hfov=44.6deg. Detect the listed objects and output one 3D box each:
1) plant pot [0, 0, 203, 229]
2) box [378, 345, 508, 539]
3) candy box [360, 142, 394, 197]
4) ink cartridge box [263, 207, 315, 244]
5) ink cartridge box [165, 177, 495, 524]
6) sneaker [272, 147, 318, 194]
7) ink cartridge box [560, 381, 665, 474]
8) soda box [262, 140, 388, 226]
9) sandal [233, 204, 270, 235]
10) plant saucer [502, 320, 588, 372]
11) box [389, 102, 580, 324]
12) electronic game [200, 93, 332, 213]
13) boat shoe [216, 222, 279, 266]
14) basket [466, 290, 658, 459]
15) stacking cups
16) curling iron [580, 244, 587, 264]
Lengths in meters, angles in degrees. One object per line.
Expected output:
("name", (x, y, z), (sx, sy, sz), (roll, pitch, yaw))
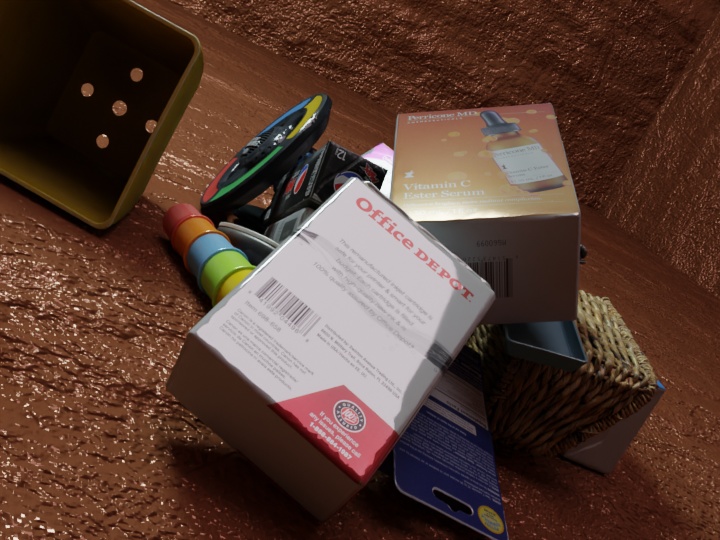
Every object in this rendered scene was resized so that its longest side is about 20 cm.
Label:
("plant pot", (-0.273, -0.177, 0.898), (0.199, 0.201, 0.176), (29, 5, 0))
("box", (0.058, 0.122, 0.714), (0.121, 0.032, 0.201), (33, 32, -25))
("candy box", (0.056, -0.027, 0.999), (0.136, 0.061, 0.201), (43, -23, 39))
("ink cartridge box", (0.000, 0.000, 0.945), (0.198, 0.058, 0.162), (20, -11, -17))
("ink cartridge box", (-0.015, 0.048, 0.622), (0.144, 0.084, 0.200), (40, 50, 4))
("sneaker", (-0.066, -0.117, 1.131), (0.070, 0.084, 0.200), (11, -13, 6))
("ink cartridge box", (0.246, 0.120, 0.996), (0.067, 0.117, 0.200), (23, 18, -18))
("soda box", (-0.043, -0.076, 0.940), (0.070, 0.064, 0.200), (25, -12, -16))
("sandal", (-0.065, -0.050, 1.103), (0.199, 0.048, 0.075), (23, 17, -21))
("plant saucer", (0.156, 0.034, 0.795), (0.069, 0.019, 0.200), (16, 23, -1))
("box", (0.105, -0.054, 0.775), (0.151, 0.107, 0.201), (-3, 35, 7))
("electronic game", (-0.113, -0.140, 1.041), (0.042, 0.199, 0.200), (48, 9, -20))
("boat shoe", (-0.073, 0.018, 0.871), (0.199, 0.057, 0.067), (29, -14, 15))
("basket", (0.184, 0.101, 0.887), (0.148, 0.144, 0.200), (21, 21, -10))
("stacking cups", (-0.135, -0.010, 0.833), (0.060, 0.061, 0.200), (15, 22, -40))
("curling iron", (0.154, -0.028, 0.905), (0.049, 0.026, 0.199), (19, -3, -32))
